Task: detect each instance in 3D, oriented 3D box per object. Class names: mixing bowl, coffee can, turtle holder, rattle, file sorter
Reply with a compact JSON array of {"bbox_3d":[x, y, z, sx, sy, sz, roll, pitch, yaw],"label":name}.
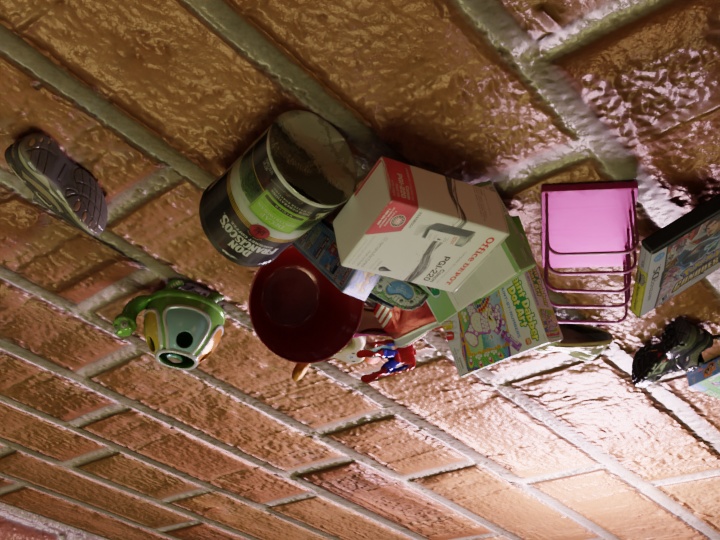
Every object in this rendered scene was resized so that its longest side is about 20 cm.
[{"bbox_3d":[-0.103,0.048,1.491,0.198,0.202,0.108,20,177,-21],"label":"mixing bowl"},{"bbox_3d":[-0.119,-0.113,1.259,0.145,0.148,0.200,25,142,-27],"label":"coffee can"},{"bbox_3d":[-0.341,0.100,1.626,0.140,0.133,0.185,-24,137,38],"label":"turtle holder"},{"bbox_3d":[-0.028,0.174,1.690,0.130,0.144,0.200,-36,125,22],"label":"rattle"},{"bbox_3d":[0.345,-0.020,1.343,0.137,0.127,0.201,-1,146,12],"label":"file sorter"}]

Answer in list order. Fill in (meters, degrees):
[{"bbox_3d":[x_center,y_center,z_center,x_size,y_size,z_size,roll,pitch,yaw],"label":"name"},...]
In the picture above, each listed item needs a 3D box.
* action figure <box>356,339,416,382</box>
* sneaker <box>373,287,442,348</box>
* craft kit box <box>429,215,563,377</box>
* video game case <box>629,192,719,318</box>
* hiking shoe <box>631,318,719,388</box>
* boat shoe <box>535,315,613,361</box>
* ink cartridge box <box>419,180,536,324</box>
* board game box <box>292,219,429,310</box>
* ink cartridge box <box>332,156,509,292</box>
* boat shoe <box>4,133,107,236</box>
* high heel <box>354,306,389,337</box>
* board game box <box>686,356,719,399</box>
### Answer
[{"bbox_3d":[0.034,0.162,1.604,0.098,0.066,0.199,-11,176,30],"label":"action figure"},{"bbox_3d":[0.105,0.044,1.524,0.199,0.079,0.116,-37,110,19],"label":"sneaker"},{"bbox_3d":[0.202,0.045,1.397,0.048,0.202,0.197,-7,164,-44],"label":"craft kit box"},{"bbox_3d":[0.488,-0.031,1.301,0.199,0.026,0.181,-30,146,-9],"label":"video game case"},{"bbox_3d":[0.578,0.168,1.636,0.100,0.076,0.201,16,145,-9],"label":"hiking shoe"},{"bbox_3d":[0.362,0.112,1.594,0.199,0.074,0.063,19,138,-24],"label":"boat shoe"},{"bbox_3d":[0.158,-0.024,1.356,0.048,0.147,0.200,-19,166,-39],"label":"ink cartridge box"},{"bbox_3d":[0.000,0.000,1.360,0.199,0.200,0.062,31,97,-24],"label":"board game box"},{"bbox_3d":[0.083,-0.058,1.231,0.198,0.086,0.146,12,137,-29],"label":"ink cartridge box"},{"bbox_3d":[-0.466,-0.131,1.365,0.073,0.075,0.201,-1,138,29],"label":"boat shoe"},{"bbox_3d":[0.024,0.086,1.606,0.198,0.068,0.096,6,160,-29],"label":"high heel"},{"bbox_3d":[0.750,0.194,1.685,0.150,0.037,0.200,21,143,-21],"label":"board game box"}]
